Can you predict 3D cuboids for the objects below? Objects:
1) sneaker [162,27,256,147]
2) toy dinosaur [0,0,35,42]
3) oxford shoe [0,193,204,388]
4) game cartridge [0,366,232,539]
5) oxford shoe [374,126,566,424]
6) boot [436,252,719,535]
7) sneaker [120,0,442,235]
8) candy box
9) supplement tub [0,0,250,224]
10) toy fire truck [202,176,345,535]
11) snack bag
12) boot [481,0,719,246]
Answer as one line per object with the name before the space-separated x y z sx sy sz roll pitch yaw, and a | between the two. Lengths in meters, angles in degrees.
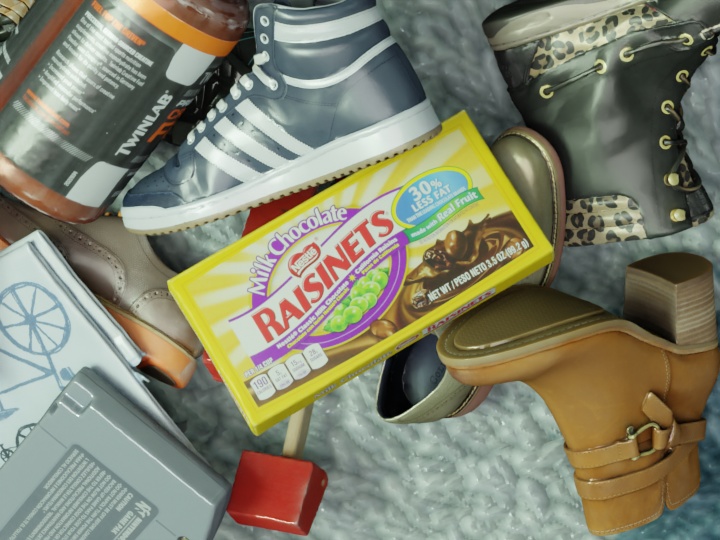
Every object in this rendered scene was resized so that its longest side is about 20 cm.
sneaker | -0.058 -0.107 1.704 0.200 0.079 0.076 16 111 20
toy dinosaur | -0.228 -0.154 1.669 0.136 0.102 0.200 -32 114 -3
oxford shoe | -0.172 -0.010 1.750 0.200 0.071 0.073 34 77 -2
game cartridge | -0.165 0.157 1.748 0.133 0.040 0.200 42 130 -1
oxford shoe | 0.064 0.010 1.699 0.071 0.074 0.200 31 118 27
boot | 0.131 0.083 1.701 0.077 0.200 0.156 23 121 45
sneaker | -0.061 -0.095 1.624 0.200 0.070 0.109 -18 101 22
candy box | 0.000 0.000 1.641 0.200 0.026 0.102 -31 73 -6
supplement tub | -0.135 -0.130 1.630 0.107 0.107 0.200 38 107 -6
toy fire truck | -0.042 0.043 1.724 0.049 0.141 0.200 9 67 20
snack bag | -0.195 0.087 1.752 0.188 0.021 0.200 -29 105 37
boot | 0.182 -0.101 1.682 0.200 0.073 0.151 -11 102 11
